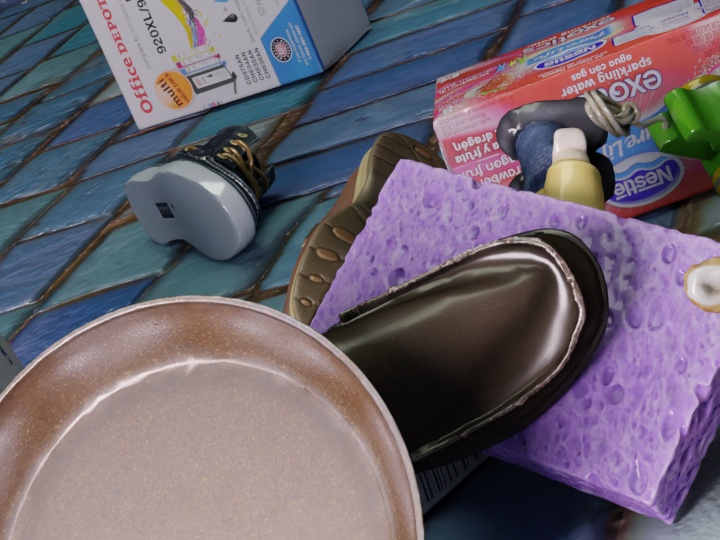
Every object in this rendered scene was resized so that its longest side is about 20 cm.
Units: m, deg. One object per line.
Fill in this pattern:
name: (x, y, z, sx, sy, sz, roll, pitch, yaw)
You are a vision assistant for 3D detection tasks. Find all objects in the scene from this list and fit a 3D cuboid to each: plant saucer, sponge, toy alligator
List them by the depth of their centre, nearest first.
plant saucer: (-0.065, 0.110, 0.798, 0.199, 0.201, 0.032, -17, -22, 18)
sponge: (0.070, 0.024, 0.909, 0.199, 0.030, 0.112, 18, 74, 40)
toy alligator: (0.182, -0.073, 1.065, 0.054, 0.059, 0.200, -39, -29, 26)

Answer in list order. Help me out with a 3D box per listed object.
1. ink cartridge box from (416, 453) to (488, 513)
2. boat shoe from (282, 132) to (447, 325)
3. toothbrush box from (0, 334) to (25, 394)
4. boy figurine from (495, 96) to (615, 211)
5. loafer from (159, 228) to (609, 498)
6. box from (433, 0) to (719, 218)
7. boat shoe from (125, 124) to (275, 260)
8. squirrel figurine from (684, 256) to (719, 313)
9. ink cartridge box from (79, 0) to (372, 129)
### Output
ink cartridge box: (-0.064, 0.107, 0.985, 0.199, 0.044, 0.198, -3, 26, 45)
boat shoe: (0.000, 0.000, 1.223, 0.068, 0.072, 0.200, -52, 6, 36)
toothbrush box: (-0.224, 0.066, 1.052, 0.086, 0.146, 0.200, -36, 1, 3)
boy figurine: (0.104, -0.004, 0.991, 0.064, 0.125, 0.200, -12, 34, -1)
loafer: (0.008, 0.050, 0.847, 0.200, 0.073, 0.071, -33, -11, 6)
box: (0.147, -0.089, 1.229, 0.199, 0.096, 0.100, -20, 16, 9)
boat shoe: (-0.094, -0.063, 1.510, 0.091, 0.071, 0.200, -32, 16, -17)
squirrel figurine: (0.210, -0.024, 0.777, 0.141, 0.201, 0.186, -2, -12, -43)
ink cartridge box: (-0.122, -0.239, 1.971, 0.199, 0.148, 0.145, -15, 18, 26)
